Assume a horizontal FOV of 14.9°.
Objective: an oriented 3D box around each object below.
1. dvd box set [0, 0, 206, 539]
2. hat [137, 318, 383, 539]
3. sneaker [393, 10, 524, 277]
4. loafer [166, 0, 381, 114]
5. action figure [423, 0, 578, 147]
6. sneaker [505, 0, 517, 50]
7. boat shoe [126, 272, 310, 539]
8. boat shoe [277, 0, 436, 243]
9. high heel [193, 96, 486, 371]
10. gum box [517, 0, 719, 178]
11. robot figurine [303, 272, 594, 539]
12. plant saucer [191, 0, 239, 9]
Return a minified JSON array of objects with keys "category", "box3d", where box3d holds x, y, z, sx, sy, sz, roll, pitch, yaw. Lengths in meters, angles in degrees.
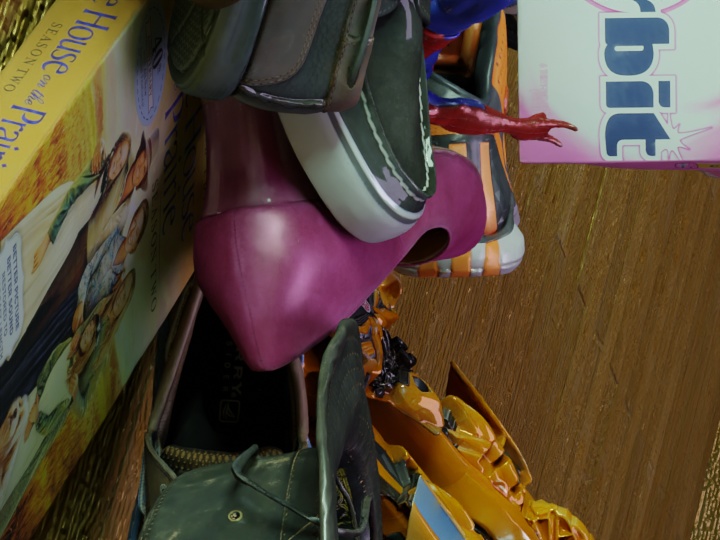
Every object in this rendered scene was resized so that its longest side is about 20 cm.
[{"category":"dvd box set","box3d":[-0.091,-0.012,0.872,0.200,0.029,0.147,-61,161,-49]},{"category":"hat","box3d":[-0.033,0.117,0.872,0.201,0.080,0.202,-3,90,-87]},{"category":"sneaker","box3d":[0.035,-0.069,1.175,0.200,0.077,0.113,-129,-143,-76]},{"category":"loafer","box3d":[0.000,-0.140,0.832,0.072,0.062,0.201,-116,-135,-58]},{"category":"action figure","box3d":[0.054,-0.100,0.956,0.200,0.098,0.066,-41,-124,53]},{"category":"sneaker","box3d":[0.119,-0.149,1.344,0.200,0.145,0.081,57,47,-71]},{"category":"boat shoe","box3d":[-0.052,0.082,0.980,0.072,0.072,0.202,99,-12,-74]},{"category":"boat shoe","box3d":[-0.006,-0.111,0.905,0.069,0.056,0.202,-9,83,-65]},{"category":"high heel","box3d":[0.000,0.000,0.973,0.200,0.067,0.097,28,54,-68]},{"category":"gum box","box3d":[0.124,-0.136,1.158,0.066,0.113,0.202,-36,126,-78]},{"category":"robot figurine","box3d":[0.016,0.069,1.114,0.200,0.058,0.145,52,24,-17]},{"category":"plant saucer","box3d":[-0.029,-0.177,0.802,0.200,0.029,0.202,-166,-90,-70]}]
